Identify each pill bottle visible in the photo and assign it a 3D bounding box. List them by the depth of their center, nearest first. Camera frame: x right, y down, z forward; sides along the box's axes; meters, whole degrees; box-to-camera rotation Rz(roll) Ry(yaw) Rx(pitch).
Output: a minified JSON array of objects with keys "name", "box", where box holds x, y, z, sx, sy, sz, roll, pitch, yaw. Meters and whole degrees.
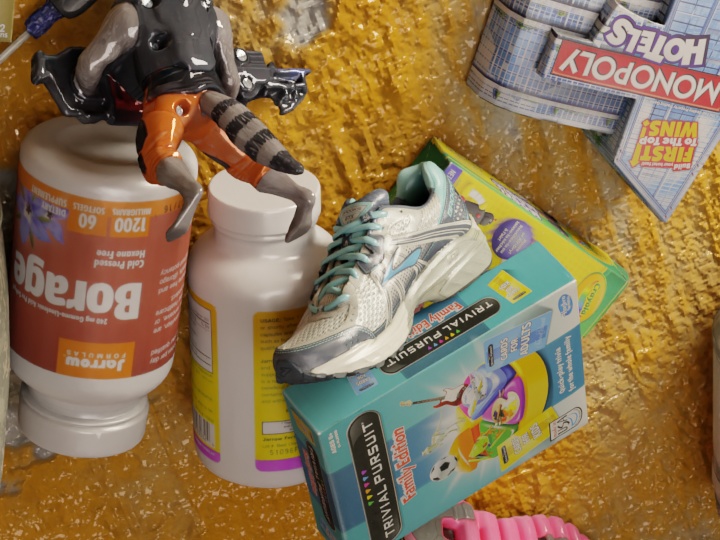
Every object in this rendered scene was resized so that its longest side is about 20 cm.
[{"name":"pill bottle","box":[-0.168,0.012,1.360,0.111,0.112,0.201,0,116,-18]},{"name":"pill bottle","box":[-0.061,0.035,1.411,0.103,0.104,0.201,-7,119,-14]}]

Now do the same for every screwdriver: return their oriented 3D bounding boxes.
[{"name":"screwdriver","box":[-0.214,-0.134,1.315,0.200,0.029,0.028,-44,121,1]}]

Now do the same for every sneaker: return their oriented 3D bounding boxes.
[{"name":"sneaker","box":[0.000,0.000,1.344,0.200,0.077,0.087,-42,116,-44]},{"name":"sneaker","box":[0.099,0.229,1.595,0.199,0.079,0.095,20,131,-25]}]

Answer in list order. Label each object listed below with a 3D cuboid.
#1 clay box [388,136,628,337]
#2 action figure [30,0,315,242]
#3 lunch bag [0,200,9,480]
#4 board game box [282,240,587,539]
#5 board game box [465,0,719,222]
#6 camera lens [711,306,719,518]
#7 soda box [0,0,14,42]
[{"name":"clay box","box":[0.094,0.008,1.481,0.199,0.048,0.115,31,104,-28]},{"name":"action figure","box":[-0.084,-0.112,1.295,0.199,0.194,0.105,-10,154,-39]},{"name":"lunch bag","box":[-0.267,0.044,1.295,0.117,0.200,0.165,-2,118,-17]},{"name":"board game box","box":[0.055,0.091,1.412,0.199,0.047,0.152,-30,140,-16]},{"name":"board game box","box":[0.182,-0.140,1.424,0.199,0.062,0.201,9,113,-22]},{"name":"camera lens","box":[0.333,0.106,1.543,0.159,0.160,0.201,-12,120,-11]},{"name":"soda box","box":[-0.302,-0.177,1.245,0.198,0.068,0.064,1,117,-19]}]
